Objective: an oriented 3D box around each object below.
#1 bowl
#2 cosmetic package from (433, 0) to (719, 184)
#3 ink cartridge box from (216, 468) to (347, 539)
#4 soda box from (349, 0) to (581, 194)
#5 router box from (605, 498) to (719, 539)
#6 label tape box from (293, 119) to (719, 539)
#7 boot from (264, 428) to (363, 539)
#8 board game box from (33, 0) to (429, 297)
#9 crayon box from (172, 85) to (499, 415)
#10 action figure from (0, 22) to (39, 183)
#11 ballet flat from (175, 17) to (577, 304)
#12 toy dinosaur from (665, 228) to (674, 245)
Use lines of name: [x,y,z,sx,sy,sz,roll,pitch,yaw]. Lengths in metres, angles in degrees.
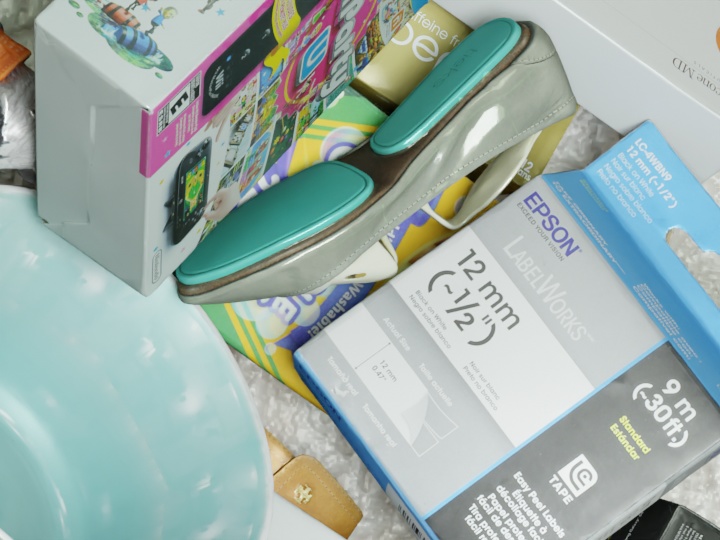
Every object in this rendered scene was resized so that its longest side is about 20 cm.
bowl: [-0.145,0.075,1.205,0.201,0.105,0.201,32,38,-30]
cosmetic package: [0.110,-0.154,1.351,0.200,0.052,0.151,34,52,-15]
ink cartridge box: [-0.039,0.214,1.271,0.174,0.044,0.200,35,64,-30]
soda box: [0.005,-0.112,1.344,0.200,0.068,0.064,32,81,-15]
router box: [0.084,0.194,1.331,0.051,0.149,0.200,33,82,-18]
label tape box: [0.092,0.038,1.271,0.200,0.066,0.143,-36,79,-4]
boot: [-0.048,0.163,1.331,0.144,0.071,0.201,-40,99,-13]
board game box: [-0.046,-0.106,1.189,0.064,0.148,0.200,35,63,13]
crayon box: [0.000,0.000,1.330,0.200,0.052,0.126,36,88,-24]
action figure: [-0.211,-0.090,1.167,0.193,0.200,0.105,27,109,-7]
ballet flat: [0.013,-0.031,1.265,0.200,0.067,0.064,-38,117,-10]
toy dinosaur: [0.100,0.082,1.345,0.058,0.101,0.200,35,67,-34]
